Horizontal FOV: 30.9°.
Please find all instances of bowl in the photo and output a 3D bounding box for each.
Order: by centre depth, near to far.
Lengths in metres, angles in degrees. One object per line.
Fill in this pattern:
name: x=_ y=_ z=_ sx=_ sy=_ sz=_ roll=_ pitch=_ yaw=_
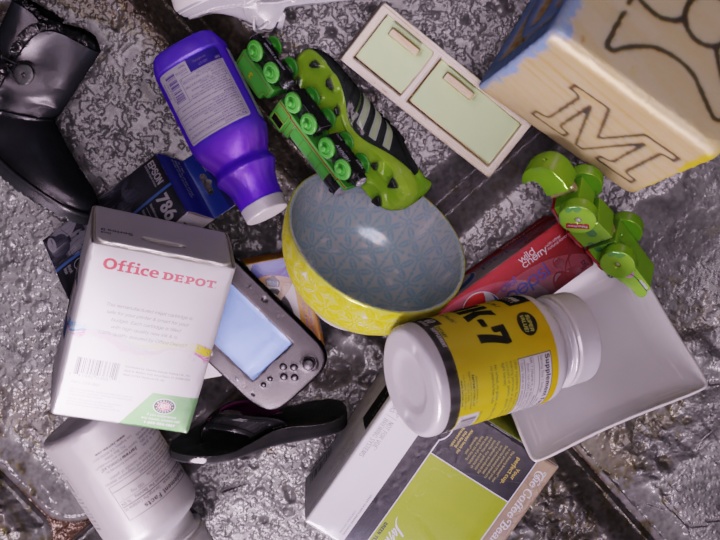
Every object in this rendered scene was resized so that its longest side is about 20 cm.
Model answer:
bowl: x=0.000 y=0.000 z=1.368 sx=0.199 sy=0.201 sz=0.108 roll=23 pitch=132 yaw=-7

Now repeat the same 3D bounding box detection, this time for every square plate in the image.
square plate: x=0.239 y=0.090 z=1.396 sx=0.197 sy=0.200 sz=0.028 roll=-24 pitch=143 yaw=2

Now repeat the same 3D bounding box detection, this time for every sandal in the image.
sandal: x=-0.114 y=0.163 z=1.426 sx=0.200 sy=0.075 sz=0.048 roll=-12 pitch=112 yaw=-14

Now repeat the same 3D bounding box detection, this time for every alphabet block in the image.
alphabet block: x=0.270 y=-0.221 z=1.284 sx=0.200 sy=0.196 sz=0.196 roll=34 pitch=77 yaw=-8

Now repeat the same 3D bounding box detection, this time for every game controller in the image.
game controller: x=-0.131 y=0.057 z=1.387 sx=0.104 sy=0.042 sz=0.200 roll=-44 pitch=99 yaw=6

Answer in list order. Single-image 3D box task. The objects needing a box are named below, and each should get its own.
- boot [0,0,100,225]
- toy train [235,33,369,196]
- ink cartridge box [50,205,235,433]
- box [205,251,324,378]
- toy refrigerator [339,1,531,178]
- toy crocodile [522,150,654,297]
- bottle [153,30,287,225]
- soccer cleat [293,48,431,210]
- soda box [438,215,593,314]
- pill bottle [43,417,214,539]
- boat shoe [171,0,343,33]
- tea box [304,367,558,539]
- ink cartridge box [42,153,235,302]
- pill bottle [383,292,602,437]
boot: x=-0.317 y=-0.166 z=1.346 sx=0.200 sy=0.076 sz=0.168 roll=38 pitch=100 yaw=6
toy train: x=-0.062 y=-0.158 z=1.347 sx=0.200 sy=0.042 sz=0.056 roll=54 pitch=134 yaw=13
ink cartridge box: x=-0.222 y=0.051 z=1.317 sx=0.145 sy=0.088 sz=0.201 roll=11 pitch=116 yaw=-17
box: x=-0.146 y=0.052 z=1.425 sx=0.199 sy=0.041 sz=0.120 roll=-11 pitch=102 yaw=-2
toy refrigerator: x=0.079 y=-0.190 z=1.371 sx=0.200 sy=0.070 sz=0.076 roll=38 pitch=98 yaw=-8
toy crocodile: x=0.243 y=-0.046 z=1.360 sx=0.062 sy=0.068 sz=0.200 roll=-21 pitch=127 yaw=38
bottle: x=-0.139 y=-0.145 z=1.345 sx=0.083 sy=0.065 sz=0.201 roll=-29 pitch=83 yaw=7
soccer cleat: x=-0.001 y=-0.149 z=1.381 sx=0.067 sy=0.081 sz=0.200 roll=-40 pitch=80 yaw=34
soda box: x=0.147 y=0.022 z=1.401 sx=0.200 sy=0.070 sz=0.064 roll=-36 pitch=100 yaw=-5
pill bottle: x=-0.246 y=0.240 z=1.420 sx=0.114 sy=0.114 sz=0.200 roll=-29 pitch=101 yaw=4
boat shoe: x=-0.093 y=-0.283 z=1.350 sx=0.199 sy=0.072 sz=0.069 roll=-16 pitch=101 yaw=-8
tea box: x=0.073 y=0.221 z=1.420 sx=0.196 sy=0.134 sz=0.200 roll=34 pitch=98 yaw=-8
ink cartridge box: x=-0.235 y=-0.050 z=1.373 sx=0.200 sy=0.100 sz=0.039 roll=-37 pitch=144 yaw=3
pill bottle: x=0.134 y=0.088 z=1.305 sx=0.199 sy=0.114 sz=0.115 roll=-13 pitch=103 yaw=-26
